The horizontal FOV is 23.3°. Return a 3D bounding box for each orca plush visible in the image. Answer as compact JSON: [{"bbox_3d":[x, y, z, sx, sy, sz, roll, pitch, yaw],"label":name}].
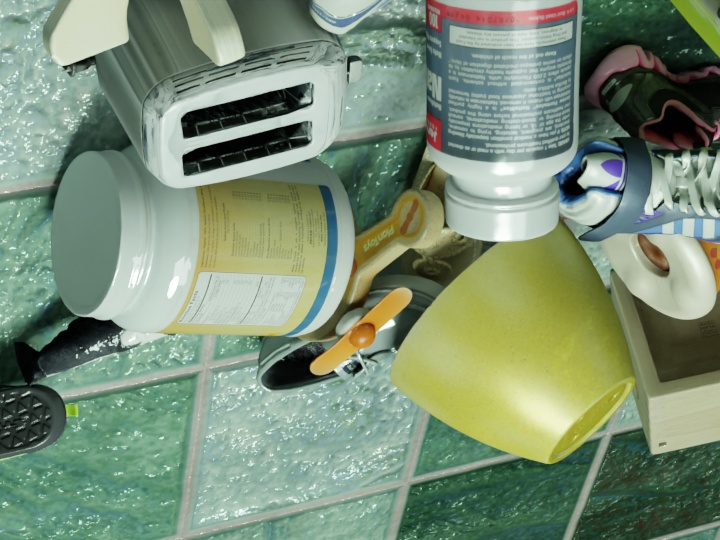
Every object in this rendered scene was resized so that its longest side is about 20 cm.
[{"bbox_3d":[-0.192,0.024,1.429,0.199,0.071,0.105,-19,-174,2],"label":"orca plush"}]

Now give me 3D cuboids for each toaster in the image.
[{"bbox_3d":[-0.102,-0.140,1.228,0.199,0.129,0.114,-14,139,-18],"label":"toaster"}]

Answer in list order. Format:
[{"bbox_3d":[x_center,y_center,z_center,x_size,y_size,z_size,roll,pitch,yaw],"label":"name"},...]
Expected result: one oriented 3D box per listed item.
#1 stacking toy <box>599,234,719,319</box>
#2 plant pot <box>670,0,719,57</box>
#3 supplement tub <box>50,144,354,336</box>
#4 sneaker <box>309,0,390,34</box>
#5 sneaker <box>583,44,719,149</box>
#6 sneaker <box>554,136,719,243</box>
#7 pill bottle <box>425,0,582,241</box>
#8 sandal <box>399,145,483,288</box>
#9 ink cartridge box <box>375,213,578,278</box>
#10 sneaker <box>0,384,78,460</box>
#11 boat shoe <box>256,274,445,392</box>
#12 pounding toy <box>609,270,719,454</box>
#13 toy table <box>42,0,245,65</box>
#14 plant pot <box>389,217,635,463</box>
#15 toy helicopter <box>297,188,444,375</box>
[{"bbox_3d":[0.328,-0.064,1.615,0.200,0.146,0.146,-38,145,-19],"label":"stacking toy"},{"bbox_3d":[0.352,-0.231,1.370,0.200,0.199,0.181,-45,134,18],"label":"plant pot"},{"bbox_3d":[-0.121,-0.023,1.333,0.199,0.145,0.145,3,131,-34],"label":"supplement tub"},{"bbox_3d":[0.026,-0.242,1.215,0.200,0.075,0.088,-43,170,-33],"label":"sneaker"},{"bbox_3d":[0.286,-0.131,1.513,0.199,0.096,0.079,5,129,-38],"label":"sneaker"},{"bbox_3d":[0.245,-0.067,1.396,0.199,0.081,0.146,-3,172,45],"label":"sneaker"},{"bbox_3d":[0.109,-0.131,1.330,0.119,0.120,0.201,-11,115,-22],"label":"pill bottle"},{"bbox_3d":[0.063,-0.055,1.430,0.070,0.077,0.213,-27,135,-60],"label":"sandal"},{"bbox_3d":[0.113,-0.040,1.523,0.115,0.068,0.200,11,127,-40],"label":"ink cartridge box"},{"bbox_3d":[-0.332,0.131,1.427,0.199,0.072,0.083,-3,179,-5],"label":"sneaker"},{"bbox_3d":[-0.008,0.064,1.493,0.200,0.072,0.070,-19,127,35],"label":"boat shoe"},{"bbox_3d":[0.351,0.066,1.721,0.183,0.201,0.142,-12,141,1],"label":"pounding toy"},{"bbox_3d":[-0.129,-0.214,1.112,0.199,0.184,0.118,-16,123,-7],"label":"toy table"},{"bbox_3d":[0.145,0.076,1.456,0.200,0.142,0.200,-38,161,-16],"label":"plant pot"},{"bbox_3d":[0.000,0.000,1.408,0.079,0.133,0.200,7,152,-37],"label":"toy helicopter"}]
